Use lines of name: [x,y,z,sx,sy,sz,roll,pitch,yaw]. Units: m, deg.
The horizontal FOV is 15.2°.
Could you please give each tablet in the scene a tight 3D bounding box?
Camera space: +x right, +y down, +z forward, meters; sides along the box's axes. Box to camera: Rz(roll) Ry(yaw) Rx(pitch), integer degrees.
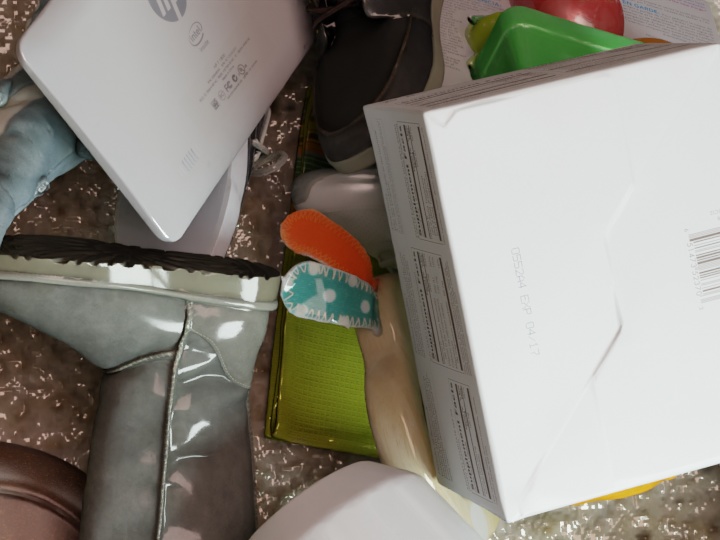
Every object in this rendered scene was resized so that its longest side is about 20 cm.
tablet: [-0.090,-0.122,1.377,0.130,0.014,0.200,53,44,-22]

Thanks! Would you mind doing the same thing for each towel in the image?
towel: [0.000,0.000,1.485,0.086,0.018,0.201,10,79,-14]

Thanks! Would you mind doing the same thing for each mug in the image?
mug: [0.011,0.188,1.344,0.149,0.187,0.153,-28,71,-33]

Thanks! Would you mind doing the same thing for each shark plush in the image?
shark plush: [-0.148,-0.074,1.351,0.083,0.200,0.091,14,119,16]

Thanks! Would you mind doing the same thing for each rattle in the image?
rattle: [0.060,0.045,1.406,0.130,0.143,0.201,-39,112,-50]

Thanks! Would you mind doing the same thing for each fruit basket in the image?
fruit basket: [0.119,-0.111,1.483,0.185,0.094,0.200,14,32,-15]

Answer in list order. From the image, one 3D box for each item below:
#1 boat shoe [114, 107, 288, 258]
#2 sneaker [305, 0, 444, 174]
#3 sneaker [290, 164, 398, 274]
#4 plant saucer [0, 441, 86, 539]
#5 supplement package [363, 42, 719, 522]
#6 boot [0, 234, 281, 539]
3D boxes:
boat shoe: [-0.081,-0.068,1.445,0.073,0.068,0.200,-9,66,27]
sneaker: [-0.011,-0.146,1.417,0.106,0.075,0.200,46,35,-33]
sneaker: [0.052,-0.007,1.463,0.200,0.070,0.081,16,80,-24]
plant saucer: [-0.193,0.186,1.391,0.199,0.032,0.201,3,81,-17]
supplement package: [0.106,0.000,1.331,0.155,0.111,0.201,-14,99,-14]
boot: [-0.128,0.089,1.360,0.181,0.073,0.201,9,101,-8]
